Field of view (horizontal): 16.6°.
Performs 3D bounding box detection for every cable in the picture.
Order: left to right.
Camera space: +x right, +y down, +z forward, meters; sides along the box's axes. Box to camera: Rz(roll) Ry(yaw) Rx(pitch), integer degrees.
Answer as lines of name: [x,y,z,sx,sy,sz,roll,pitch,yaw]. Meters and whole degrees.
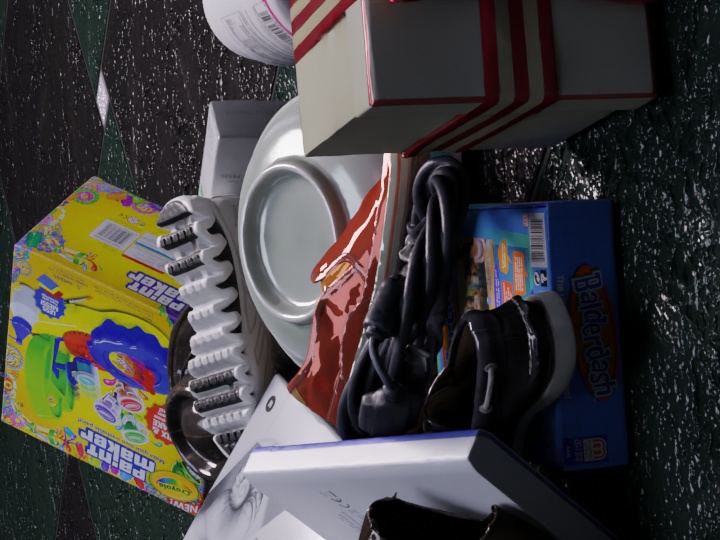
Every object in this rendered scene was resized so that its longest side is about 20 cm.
cable: [0.026,0.023,1.442,0.200,0.051,0.164,90,-166,-72]

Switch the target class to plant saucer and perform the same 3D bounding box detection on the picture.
plant saucer: [-0.030,-0.021,1.623,0.200,0.050,0.201,9,102,50]

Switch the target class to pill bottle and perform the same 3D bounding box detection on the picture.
pill bottle: [-0.042,-0.203,1.730,0.200,0.113,0.114,180,86,-71]

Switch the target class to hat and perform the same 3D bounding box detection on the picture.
hat: [-0.090,0.107,1.848,0.200,0.081,0.201,14,115,33]

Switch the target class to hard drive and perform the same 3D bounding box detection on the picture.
hard drive: [0.040,0.140,1.441,0.200,0.132,0.025,-9,49,49]

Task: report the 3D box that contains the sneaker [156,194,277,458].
sneaker: [-0.084,0.040,1.772,0.075,0.081,0.201,-8,93,53]

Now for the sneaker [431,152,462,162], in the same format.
sneaker: [0.009,-0.063,1.655,0.200,0.080,0.072,148,118,-69]

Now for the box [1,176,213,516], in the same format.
box: [-0.175,0.062,2.024,0.122,0.200,0.193,-47,-26,-47]

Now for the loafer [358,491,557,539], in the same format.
loafer: [0.080,0.170,1.345,0.073,0.199,0.072,-58,-34,-43]

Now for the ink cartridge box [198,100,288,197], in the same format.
ink cartridge box: [-0.068,-0.033,1.849,0.050,0.109,0.200,-106,20,-49]

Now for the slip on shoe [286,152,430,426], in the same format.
slip on shoe: [0.000,0.000,1.530,0.074,0.061,0.201,-31,-43,-73]

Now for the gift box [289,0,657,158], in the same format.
gift box: [0.049,-0.171,1.352,0.187,0.184,0.201,156,105,-73]

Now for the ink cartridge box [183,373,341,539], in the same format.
ink cartridge box: [-0.057,0.192,1.657,0.200,0.041,0.200,-63,28,5]

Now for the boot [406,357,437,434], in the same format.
boot: [0.013,0.017,1.694,0.155,0.073,0.200,110,144,-46]

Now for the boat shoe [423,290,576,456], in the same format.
boat shoe: [0.066,0.079,1.404,0.200,0.060,0.074,116,143,-58]

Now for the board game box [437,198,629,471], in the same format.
board game box: [0.097,0.035,1.469,0.200,0.045,0.153,-176,82,-71]
